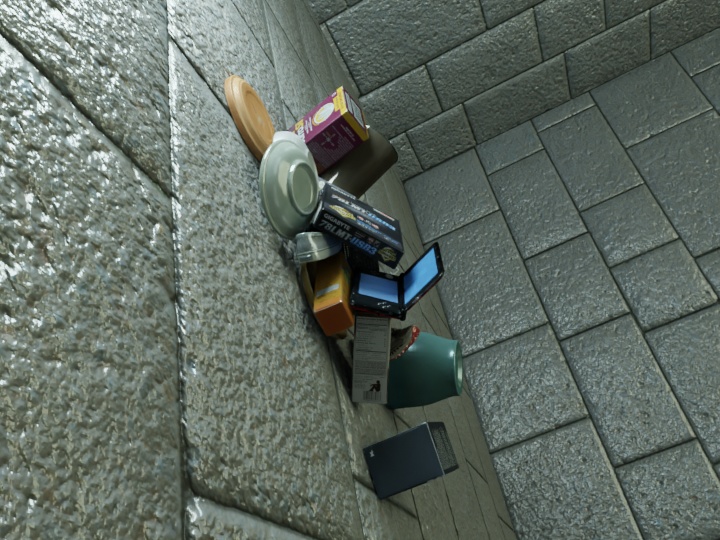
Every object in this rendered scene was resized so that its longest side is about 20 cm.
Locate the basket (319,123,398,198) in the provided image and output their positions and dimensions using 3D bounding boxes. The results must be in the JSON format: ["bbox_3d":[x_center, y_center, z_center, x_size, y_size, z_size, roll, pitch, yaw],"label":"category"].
[{"bbox_3d":[-0.022,-0.272,1.701,0.178,0.202,0.137,31,-20,11],"label":"basket"}]

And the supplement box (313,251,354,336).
[{"bbox_3d":[-0.053,0.043,1.306,0.202,0.067,0.068,-96,161,-59],"label":"supplement box"}]

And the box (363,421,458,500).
[{"bbox_3d":[0.112,0.396,1.338,0.110,0.145,0.200,70,12,18],"label":"box"}]

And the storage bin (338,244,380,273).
[{"bbox_3d":[0.000,0.000,1.527,0.202,0.091,0.138,84,-1,-54],"label":"storage bin"}]

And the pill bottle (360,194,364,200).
[{"bbox_3d":[-0.054,-0.233,1.819,0.111,0.108,0.205,-56,123,-76],"label":"pill bottle"}]

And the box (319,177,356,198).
[{"bbox_3d":[-0.051,-0.147,1.607,0.199,0.049,0.162,33,-15,46],"label":"box"}]

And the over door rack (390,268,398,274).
[{"bbox_3d":[0.109,-0.105,2.438,0.148,0.065,0.204,-79,145,-68],"label":"over door rack"}]

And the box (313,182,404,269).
[{"bbox_3d":[-0.003,-0.101,1.365,0.196,0.050,0.200,27,22,-10],"label":"box"}]

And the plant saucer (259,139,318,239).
[{"bbox_3d":[-0.133,-0.168,1.304,0.199,0.049,0.207,7,83,-62],"label":"plant saucer"}]

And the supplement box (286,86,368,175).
[{"bbox_3d":[-0.088,-0.353,1.639,0.103,0.198,0.133,41,24,-37],"label":"supplement box"}]

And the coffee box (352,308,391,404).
[{"bbox_3d":[0.024,0.162,1.344,0.113,0.077,0.206,-79,171,-71],"label":"coffee box"}]

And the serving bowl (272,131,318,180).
[{"bbox_3d":[-0.138,-0.222,1.448,0.200,0.064,0.207,-13,91,-81],"label":"serving bowl"}]

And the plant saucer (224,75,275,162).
[{"bbox_3d":[-0.231,-0.330,1.386,0.202,0.032,0.204,-89,154,-63],"label":"plant saucer"}]

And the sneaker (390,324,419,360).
[{"bbox_3d":[0.053,0.161,1.451,0.078,0.198,0.084,-37,98,-48],"label":"sneaker"}]

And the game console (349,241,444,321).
[{"bbox_3d":[0.073,0.005,1.307,0.201,0.167,0.122,-81,-175,-70],"label":"game console"}]

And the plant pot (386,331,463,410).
[{"bbox_3d":[0.163,0.250,1.607,0.199,0.182,0.207,-3,90,-72],"label":"plant pot"}]

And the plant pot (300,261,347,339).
[{"bbox_3d":[-0.082,0.057,1.372,0.202,0.027,0.203,-89,154,-60],"label":"plant pot"}]

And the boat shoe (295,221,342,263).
[{"bbox_3d":[-0.086,-0.066,1.320,0.201,0.068,0.074,-42,122,-74],"label":"boat shoe"}]
